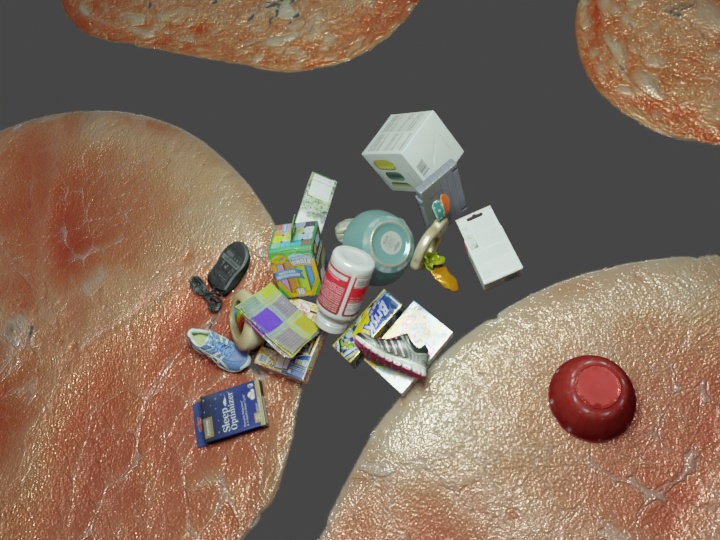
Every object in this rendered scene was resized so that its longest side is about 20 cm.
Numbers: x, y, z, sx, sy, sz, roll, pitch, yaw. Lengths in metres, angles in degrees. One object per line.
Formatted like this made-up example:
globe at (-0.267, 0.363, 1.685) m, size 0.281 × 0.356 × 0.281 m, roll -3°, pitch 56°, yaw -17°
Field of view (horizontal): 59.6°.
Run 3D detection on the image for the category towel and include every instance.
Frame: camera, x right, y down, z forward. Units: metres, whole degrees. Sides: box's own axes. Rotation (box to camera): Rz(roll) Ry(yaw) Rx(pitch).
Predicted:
towel at (-0.203, 0.124, 1.588) m, size 0.199 × 0.023 × 0.143 m, roll 41°, pitch 44°, yaw 14°

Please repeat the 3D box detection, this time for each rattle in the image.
rattle at (0.219, -0.070, 1.600) m, size 0.142 × 0.129 × 0.202 m, roll 40°, pitch 108°, yaw 34°

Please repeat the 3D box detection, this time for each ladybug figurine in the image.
ladybug figurine at (-0.294, 0.131, 1.661) m, size 0.137 × 0.071 × 0.201 m, roll -65°, pitch 33°, yaw 25°

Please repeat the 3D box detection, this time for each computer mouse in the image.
computer mouse at (-0.380, 0.007, 1.778) m, size 0.138 × 0.053 × 0.201 m, roll 42°, pitch 93°, yaw 23°

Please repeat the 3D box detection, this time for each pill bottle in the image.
pill bottle at (-0.045, 0.051, 1.557) m, size 0.111 × 0.112 × 0.203 m, roll 33°, pitch 118°, yaw 24°

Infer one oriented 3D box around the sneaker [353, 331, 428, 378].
sneaker at (0.080, 0.187, 1.533) m, size 0.197 × 0.074 × 0.089 m, roll 23°, pitch 68°, yaw 9°

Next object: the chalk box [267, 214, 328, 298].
chalk box at (-0.165, -0.046, 1.647) m, size 0.121 × 0.203 × 0.126 m, roll -6°, pitch 36°, yaw 10°

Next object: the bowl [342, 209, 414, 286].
bowl at (0.060, -0.063, 1.622) m, size 0.197 × 0.105 × 0.206 m, roll 1°, pitch 86°, yaw -17°

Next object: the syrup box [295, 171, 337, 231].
syrup box at (-0.134, -0.163, 1.763) m, size 0.077 × 0.081 × 0.204 m, roll 19°, pitch 70°, yaw -9°

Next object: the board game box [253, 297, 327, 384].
board game box at (-0.172, 0.178, 1.652) m, size 0.149 × 0.046 × 0.203 m, roll 16°, pitch 71°, yaw 19°

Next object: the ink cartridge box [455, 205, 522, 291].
ink cartridge box at (0.333, -0.060, 1.642) m, size 0.107 × 0.051 × 0.203 m, roll -22°, pitch 62°, yaw 3°

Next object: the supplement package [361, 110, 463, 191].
supplement package at (0.139, -0.317, 1.697) m, size 0.152 × 0.152 × 0.199 m, roll -53°, pitch 30°, yaw -13°

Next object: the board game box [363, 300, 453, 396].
board game box at (0.121, 0.195, 1.584) m, size 0.134 × 0.034 × 0.200 m, roll 37°, pitch 79°, yaw 24°

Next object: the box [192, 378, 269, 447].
box at (-0.340, 0.367, 1.615) m, size 0.196 × 0.032 × 0.123 m, roll -19°, pitch 64°, yaw 5°

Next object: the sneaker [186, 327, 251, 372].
sneaker at (-0.380, 0.210, 1.668) m, size 0.197 × 0.077 × 0.077 m, roll 18°, pitch 69°, yaw 18°

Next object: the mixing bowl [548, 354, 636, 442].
mixing bowl at (0.526, 0.274, 1.417) m, size 0.196 × 0.109 × 0.204 m, roll -5°, pitch 65°, yaw 11°

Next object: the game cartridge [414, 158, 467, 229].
game cartridge at (0.210, -0.185, 1.641) m, size 0.129 × 0.201 × 0.039 m, roll -36°, pitch 55°, yaw -5°

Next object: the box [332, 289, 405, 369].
box at (0.024, 0.150, 1.610) m, size 0.070 × 0.064 × 0.200 m, roll 39°, pitch 80°, yaw 24°

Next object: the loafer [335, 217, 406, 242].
loafer at (0.027, -0.121, 1.728) m, size 0.195 × 0.071 × 0.070 m, roll -4°, pitch 35°, yaw -2°
